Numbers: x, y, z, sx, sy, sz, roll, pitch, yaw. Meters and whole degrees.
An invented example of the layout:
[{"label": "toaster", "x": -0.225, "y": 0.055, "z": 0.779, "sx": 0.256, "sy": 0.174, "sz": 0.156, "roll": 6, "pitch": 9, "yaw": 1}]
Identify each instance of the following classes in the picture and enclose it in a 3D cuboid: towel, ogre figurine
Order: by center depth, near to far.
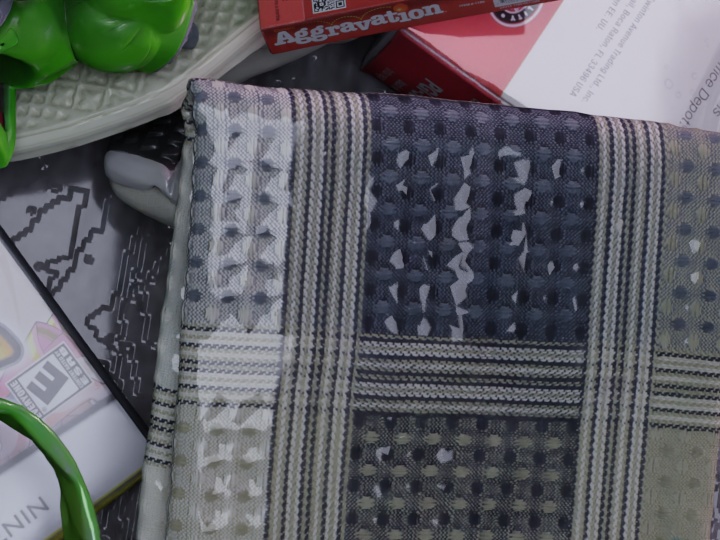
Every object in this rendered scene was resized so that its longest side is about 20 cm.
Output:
[{"label": "ogre figurine", "x": -0.133, "y": -0.098, "z": 0.761, "sx": 0.200, "sy": 0.120, "sz": 0.098, "roll": -22, "pitch": 61, "yaw": -6}, {"label": "towel", "x": 0.026, "y": 0.044, "z": 0.780, "sx": 0.192, "sy": 0.035, "sz": 0.200, "roll": 4, "pitch": 93, "yaw": -15}]

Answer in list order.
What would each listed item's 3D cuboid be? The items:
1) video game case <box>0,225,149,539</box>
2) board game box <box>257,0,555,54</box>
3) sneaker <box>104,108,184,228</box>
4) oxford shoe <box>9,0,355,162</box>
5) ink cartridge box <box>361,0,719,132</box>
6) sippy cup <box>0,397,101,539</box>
[{"label": "video game case", "x": -0.197, "y": 0.039, "z": 0.822, "sx": 0.181, "sy": 0.026, "sz": 0.200, "roll": -36, "pitch": 92, "yaw": -13}, {"label": "board game box", "x": 0.009, "y": -0.173, "z": 0.836, "sx": 0.103, "sy": 0.019, "sz": 0.200, "roll": -10, "pitch": 62, "yaw": 7}, {"label": "sneaker", "x": 0.000, "y": 0.000, "z": 0.844, "sx": 0.200, "sy": 0.075, "sz": 0.081, "roll": 20, "pitch": 124, "yaw": 5}, {"label": "oxford shoe", "x": -0.060, "y": -0.088, "z": 0.847, "sx": 0.200, "sy": 0.058, "sz": 0.075, "roll": -29, "pitch": 65, "yaw": -10}, {"label": "ink cartridge box", "x": 0.125, "y": -0.081, "z": 0.870, "sx": 0.200, "sy": 0.083, "sz": 0.147, "roll": 35, "pitch": 79, "yaw": -5}, {"label": "sippy cup", "x": -0.178, "y": 0.109, "z": 0.745, "sx": 0.178, "sy": 0.140, "sz": 0.130, "roll": -10, "pitch": 96, "yaw": 13}]
